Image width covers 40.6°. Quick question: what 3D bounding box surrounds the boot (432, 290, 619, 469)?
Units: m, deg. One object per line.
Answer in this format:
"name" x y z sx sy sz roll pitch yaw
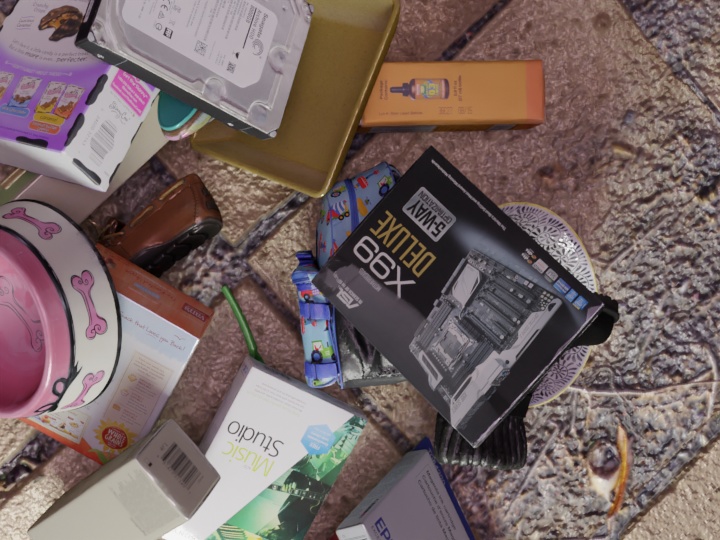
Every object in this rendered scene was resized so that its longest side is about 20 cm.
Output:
"boot" 0.154 0.101 0.902 0.207 0.079 0.161 1 81 -24

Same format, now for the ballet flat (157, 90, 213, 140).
"ballet flat" -0.152 -0.205 0.964 0.068 0.071 0.203 -7 63 19

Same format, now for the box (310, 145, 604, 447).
"box" 0.080 0.021 0.824 0.158 0.050 0.200 -46 75 2

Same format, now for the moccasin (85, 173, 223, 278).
"moccasin" -0.235 -0.026 0.984 0.200 0.073 0.078 -36 72 15

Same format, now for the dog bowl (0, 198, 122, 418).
"dog bowl" -0.313 0.042 0.881 0.197 0.074 0.204 9 108 28

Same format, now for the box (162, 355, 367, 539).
"box" -0.100 0.207 1.002 0.143 0.036 0.202 27 97 -21

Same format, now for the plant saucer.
"plant saucer" -0.060 -0.186 0.971 0.198 0.048 0.203 23 91 36

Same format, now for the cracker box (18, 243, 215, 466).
"cracker box" -0.244 0.092 0.957 0.133 0.058 0.201 30 119 -5

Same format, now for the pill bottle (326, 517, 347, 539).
"pill bottle" -0.037 0.363 1.002 0.109 0.110 0.200 42 88 -5

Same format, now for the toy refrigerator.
"toy refrigerator" -0.276 -0.110 0.969 0.200 0.076 0.070 -44 122 -2

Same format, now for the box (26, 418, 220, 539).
"box" -0.232 0.229 0.949 0.199 0.068 0.083 -34 99 33

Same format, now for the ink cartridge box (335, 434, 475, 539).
"ink cartridge box" 0.077 0.291 0.976 0.043 0.199 0.199 -22 96 36

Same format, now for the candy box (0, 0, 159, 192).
"candy box" -0.269 -0.191 0.916 0.165 0.072 0.203 15 72 30

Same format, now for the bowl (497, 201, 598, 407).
"bowl" 0.140 0.036 1.001 0.198 0.094 0.205 2 86 -30

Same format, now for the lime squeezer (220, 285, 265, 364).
"lime squeezer" -0.121 0.120 1.029 0.069 0.038 0.204 6 93 26

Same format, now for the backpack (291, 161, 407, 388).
"backpack" 0.000 0.000 0.954 0.132 0.183 0.204 -7 98 -1

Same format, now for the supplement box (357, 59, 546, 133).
"supplement box" 0.091 -0.181 1.017 0.196 0.069 0.068 -1 92 -7

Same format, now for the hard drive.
"hard drive" -0.142 -0.222 0.879 0.198 0.038 0.142 25 76 -36
